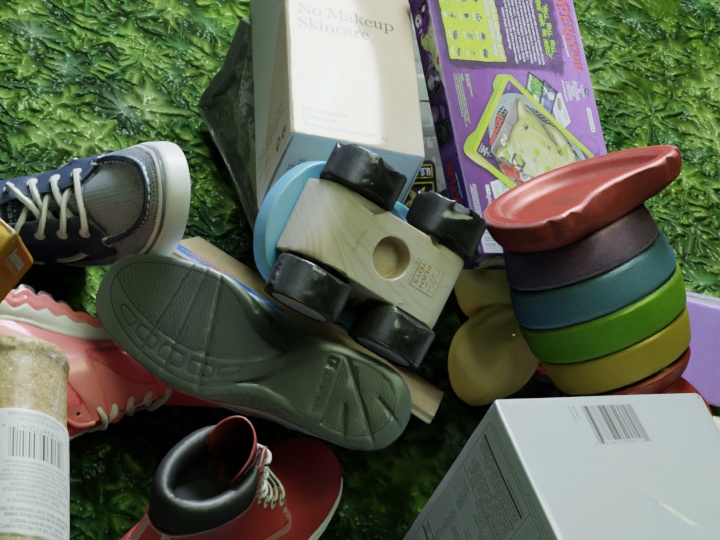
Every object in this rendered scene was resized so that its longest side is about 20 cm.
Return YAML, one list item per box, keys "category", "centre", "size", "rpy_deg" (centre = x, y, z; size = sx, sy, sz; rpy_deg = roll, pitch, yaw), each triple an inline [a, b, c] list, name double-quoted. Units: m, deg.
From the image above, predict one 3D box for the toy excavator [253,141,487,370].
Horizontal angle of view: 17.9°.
- category: "toy excavator"
  centre: [0.000, 0.000, 1.421]
  size: [0.194, 0.200, 0.100]
  rpy_deg: [30, 81, -28]

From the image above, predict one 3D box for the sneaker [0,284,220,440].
- category: "sneaker"
  centre: [-0.164, 0.071, 1.392]
  size: [0.199, 0.074, 0.087]
  rpy_deg: [12, 61, -20]

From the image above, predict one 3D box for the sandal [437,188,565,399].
- category: "sandal"
  centre: [0.104, 0.033, 1.542]
  size: [0.075, 0.045, 0.201]
  rpy_deg: [-37, 101, -36]

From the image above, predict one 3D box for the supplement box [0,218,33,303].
- category: "supplement box"
  centre: [-0.268, 0.045, 1.257]
  size: [0.069, 0.067, 0.200]
  rpy_deg: [34, 81, 9]

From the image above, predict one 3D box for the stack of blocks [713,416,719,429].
- category: "stack of blocks"
  centre: [0.254, 0.161, 1.498]
  size: [0.199, 0.116, 0.059]
  rpy_deg: [9, 40, 3]

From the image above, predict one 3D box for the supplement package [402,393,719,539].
- category: "supplement package"
  centre: [0.123, 0.192, 1.320]
  size: [0.151, 0.200, 0.151]
  rpy_deg: [0, 48, -31]

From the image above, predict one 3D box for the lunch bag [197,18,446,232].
- category: "lunch bag"
  centre: [0.002, -0.076, 1.596]
  size: [0.163, 0.118, 0.201]
  rpy_deg: [-6, 57, -33]

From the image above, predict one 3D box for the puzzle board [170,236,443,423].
- category: "puzzle board"
  centre: [-0.037, 0.039, 1.471]
  size: [0.199, 0.017, 0.151]
  rpy_deg: [32, 5, 3]

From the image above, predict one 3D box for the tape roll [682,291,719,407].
- category: "tape roll"
  centre: [0.279, 0.062, 1.572]
  size: [0.199, 0.066, 0.200]
  rpy_deg: [13, 4, -1]

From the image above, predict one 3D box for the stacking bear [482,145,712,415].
- category: "stacking bear"
  centre: [0.158, 0.039, 1.400]
  size: [0.121, 0.114, 0.201]
  rpy_deg: [-29, 105, -29]

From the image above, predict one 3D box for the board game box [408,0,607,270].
- category: "board game box"
  centre: [0.102, -0.097, 1.486]
  size: [0.119, 0.032, 0.201]
  rpy_deg: [-1, 69, -26]

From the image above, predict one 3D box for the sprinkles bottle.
- category: "sprinkles bottle"
  centre: [-0.193, 0.137, 1.261]
  size: [0.068, 0.068, 0.201]
  rpy_deg: [10, 56, -22]

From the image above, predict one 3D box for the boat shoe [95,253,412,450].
- category: "boat shoe"
  centre: [-0.065, 0.053, 1.367]
  size: [0.201, 0.065, 0.075]
  rpy_deg: [22, 79, 2]

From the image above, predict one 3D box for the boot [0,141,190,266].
- category: "boot"
  centre: [-0.178, -0.034, 1.401]
  size: [0.090, 0.200, 0.073]
  rpy_deg: [-2, 81, -27]

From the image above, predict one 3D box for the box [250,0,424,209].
- category: "box"
  centre: [-0.018, -0.129, 1.496]
  size: [0.094, 0.078, 0.201]
  rpy_deg: [9, 49, -17]

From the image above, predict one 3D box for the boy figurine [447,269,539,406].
- category: "boy figurine"
  centre: [0.108, 0.002, 1.502]
  size: [0.124, 0.064, 0.201]
  rpy_deg: [21, 63, -15]

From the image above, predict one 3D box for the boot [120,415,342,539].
- category: "boot"
  centre: [-0.060, 0.122, 1.327]
  size: [0.072, 0.145, 0.200]
  rpy_deg: [42, 40, 16]
